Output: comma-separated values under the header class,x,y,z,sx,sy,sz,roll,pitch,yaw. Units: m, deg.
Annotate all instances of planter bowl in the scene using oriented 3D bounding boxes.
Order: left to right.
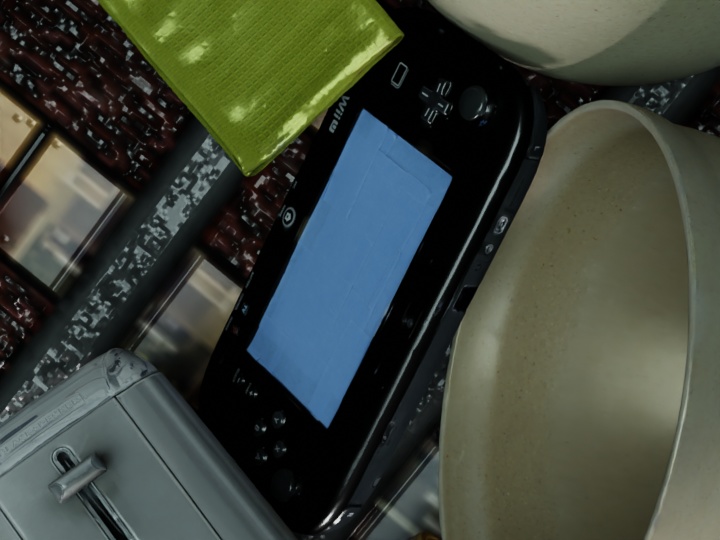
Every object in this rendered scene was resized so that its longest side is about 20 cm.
class,x,y,z,sx,sy,sz,roll,pitch,yaw
planter bowl,0.127,0.050,0.707,0.134,0.200,0.201,10,102,-18

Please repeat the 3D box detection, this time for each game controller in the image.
class,x,y,z,sx,sy,sz,roll,pitch,yaw
game controller,0.000,0.000,0.765,0.104,0.042,0.200,37,107,37

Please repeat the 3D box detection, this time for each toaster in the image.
class,x,y,z,sx,sy,sz,roll,pitch,yaw
toaster,-0.092,0.112,0.761,0.114,0.200,0.129,-35,85,-13

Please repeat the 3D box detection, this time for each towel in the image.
class,x,y,z,sx,sy,sz,roll,pitch,yaw
towel,-0.077,-0.138,0.772,0.086,0.018,0.200,-42,81,15

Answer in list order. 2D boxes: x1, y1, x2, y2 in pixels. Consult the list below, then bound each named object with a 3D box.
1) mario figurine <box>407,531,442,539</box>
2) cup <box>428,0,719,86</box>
class,x,y,z,sx,sy,sz,roll,pitch,yaw
mario figurine,-0.002,0.210,0.789,0.123,0.106,0.200,38,102,0
cup,0.087,-0.159,0.690,0.200,0.143,0.201,2,100,10
